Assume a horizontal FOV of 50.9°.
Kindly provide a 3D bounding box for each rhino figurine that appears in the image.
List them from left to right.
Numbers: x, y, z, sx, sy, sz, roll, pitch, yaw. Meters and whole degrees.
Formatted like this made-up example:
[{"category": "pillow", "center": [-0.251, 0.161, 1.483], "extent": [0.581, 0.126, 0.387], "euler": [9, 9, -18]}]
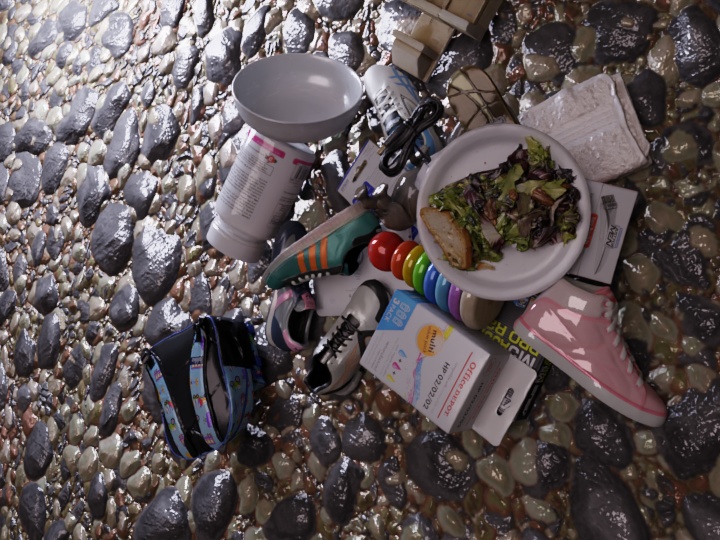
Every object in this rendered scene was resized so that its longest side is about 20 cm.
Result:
[{"category": "rhino figurine", "center": [0.093, -0.131, 1.011], "extent": [0.199, 0.088, 0.060], "euler": [-40, 34, 6]}]

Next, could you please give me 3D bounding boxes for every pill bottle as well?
[{"category": "pill bottle", "center": [-0.162, -0.121, 1.205], "extent": [0.113, 0.113, 0.202], "euler": [37, 106, 32]}]

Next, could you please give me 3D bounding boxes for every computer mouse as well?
[{"category": "computer mouse", "center": [0.111, -0.115, 0.966], "extent": [0.110, 0.200, 0.044], "euler": [-47, 30, 0]}]

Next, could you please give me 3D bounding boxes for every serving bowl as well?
[{"category": "serving bowl", "center": [-0.094, -0.252, 1.148], "extent": [0.200, 0.199, 0.066], "euler": [40, 145, 31]}]

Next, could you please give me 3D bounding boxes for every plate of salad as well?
[{"category": "plate of salad", "center": [0.160, -0.065, 0.860], "extent": [0.197, 0.048, 0.203], "euler": [1, 95, 12]}]

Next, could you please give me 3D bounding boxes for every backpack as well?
[{"category": "backpack", "center": [-0.241, 0.192, 1.215], "extent": [0.181, 0.134, 0.202], "euler": [-28, 69, 30]}]

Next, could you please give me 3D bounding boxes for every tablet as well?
[{"category": "tablet", "center": [0.000, 0.000, 1.113], "extent": [0.198, 0.014, 0.132], "euler": [-5, 90, 42]}]

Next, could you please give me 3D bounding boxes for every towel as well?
[{"category": "towel", "center": [0.256, -0.152, 0.956], "extent": [0.199, 0.034, 0.134], "euler": [-27, 69, 31]}]

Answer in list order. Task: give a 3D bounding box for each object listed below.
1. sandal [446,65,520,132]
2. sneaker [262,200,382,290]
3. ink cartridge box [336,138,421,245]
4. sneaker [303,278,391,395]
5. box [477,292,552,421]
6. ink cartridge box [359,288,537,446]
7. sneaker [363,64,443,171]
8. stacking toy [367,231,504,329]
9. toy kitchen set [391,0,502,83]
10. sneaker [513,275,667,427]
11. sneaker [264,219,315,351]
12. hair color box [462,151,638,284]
[{"category": "sandal", "center": [0.172, -0.164, 0.962], "extent": [0.080, 0.054, 0.202], "euler": [-25, 89, 19]}, {"category": "sneaker", "center": [-0.053, -0.015, 1.085], "extent": [0.199, 0.071, 0.080], "euler": [-34, 86, 23]}, {"category": "ink cartridge box", "center": [0.055, -0.095, 1.094], "extent": [0.200, 0.037, 0.095], "euler": [45, 111, 28]}, {"category": "sneaker", "center": [-0.017, 0.103, 1.080], "extent": [0.074, 0.079, 0.202], "euler": [39, 117, 32]}, {"category": "box", "center": [0.162, 0.075, 0.993], "extent": [0.199, 0.044, 0.162], "euler": [32, 103, 34]}, {"category": "ink cartridge box", "center": [0.108, 0.123, 0.958], "extent": [0.199, 0.067, 0.116], "euler": [34, 105, 32]}, {"category": "sneaker", "center": [0.054, -0.224, 1.086], "extent": [0.072, 0.072, 0.202], "euler": [-41, 62, 27]}, {"category": "stacking toy", "center": [0.088, 0.003, 0.980], "extent": [0.199, 0.085, 0.086], "euler": [24, 99, 38]}, {"category": "toy kitchen set", "center": [0.053, -0.374, 1.035], "extent": [0.200, 0.179, 0.165], "euler": [40, 109, 36]}, {"category": "sneaker", "center": [0.282, 0.084, 0.864], "extent": [0.199, 0.075, 0.105], "euler": [37, 106, 13]}, {"category": "sneaker", "center": [-0.095, 0.026, 1.166], "extent": [0.081, 0.070, 0.203], "euler": [11, 99, 46]}, {"category": "hair color box", "center": [0.214, -0.066, 0.907], "extent": [0.197, 0.064, 0.112], "euler": [16, 101, 11]}]
